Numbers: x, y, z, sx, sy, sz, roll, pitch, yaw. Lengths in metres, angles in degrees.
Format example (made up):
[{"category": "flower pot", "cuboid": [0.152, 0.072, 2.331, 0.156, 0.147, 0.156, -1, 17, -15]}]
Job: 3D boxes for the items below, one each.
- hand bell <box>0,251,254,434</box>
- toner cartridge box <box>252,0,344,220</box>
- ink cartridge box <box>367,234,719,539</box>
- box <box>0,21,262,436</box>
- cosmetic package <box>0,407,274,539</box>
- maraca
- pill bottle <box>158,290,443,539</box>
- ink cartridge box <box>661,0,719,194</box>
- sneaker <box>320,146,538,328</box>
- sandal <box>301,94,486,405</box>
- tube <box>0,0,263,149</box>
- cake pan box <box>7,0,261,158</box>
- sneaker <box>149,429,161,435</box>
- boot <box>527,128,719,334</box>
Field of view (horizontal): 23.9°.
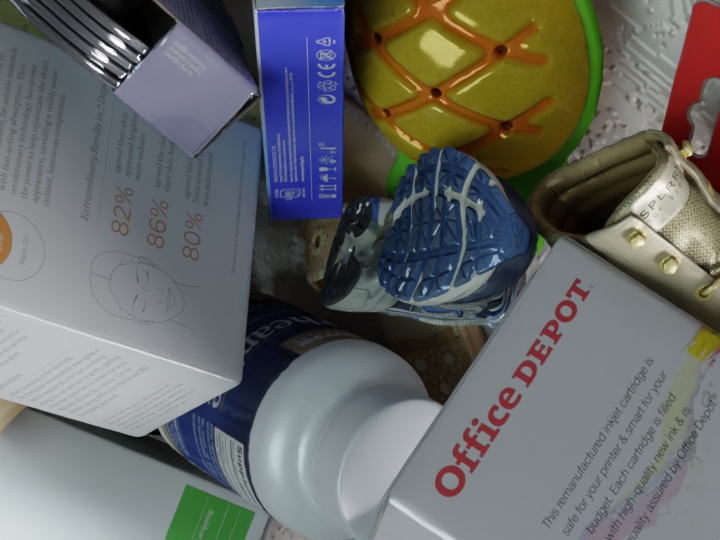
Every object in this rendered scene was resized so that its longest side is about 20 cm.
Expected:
[{"category": "hand bell", "cuboid": [-0.155, 0.025, 0.987, 0.200, 0.104, 0.104, -26, 97, 1]}, {"category": "toner cartridge box", "cuboid": [-0.030, -0.112, 0.857, 0.043, 0.095, 0.200, -2, 153, -2]}, {"category": "ink cartridge box", "cuboid": [0.124, 0.114, 0.768, 0.200, 0.147, 0.146, 33, 161, 8]}, {"category": "box", "cuboid": [-0.164, -0.022, 0.864, 0.200, 0.153, 0.106, 21, 149, -30]}, {"category": "cosmetic package", "cuboid": [-0.160, 0.154, 1.074, 0.200, 0.085, 0.108, 20, 90, 3]}, {"category": "maraca", "cuboid": [0.058, -0.094, 0.864, 0.137, 0.107, 0.200, 10, 127, 25]}, {"category": "pill bottle", "cuboid": [-0.029, 0.084, 0.948, 0.200, 0.111, 0.111, 21, 126, 55]}, {"category": "ink cartridge box", "cuboid": [0.244, -0.054, 0.786, 0.200, 0.067, 0.116, 23, 123, 22]}, {"category": "sneaker", "cuboid": [0.051, -0.010, 0.845, 0.200, 0.085, 0.077, 174, 111, -71]}, {"category": "sandal", "cuboid": [0.004, -0.002, 0.960, 0.078, 0.070, 0.212, -24, 97, 37]}, {"category": "tube", "cuboid": [-0.135, -0.099, 0.935, 0.058, 0.200, 0.052, -23, 54, 48]}, {"category": "cake pan box", "cuboid": [-0.137, -0.156, 0.820, 0.184, 0.200, 0.052, 39, 102, -26]}, {"category": "sneaker", "cuboid": [-0.110, 0.015, 1.049, 0.080, 0.071, 0.200, 22, 117, -1]}, {"category": "boot", "cuboid": [0.179, 0.006, 0.755, 0.155, 0.073, 0.200, 45, 159, -27]}]
